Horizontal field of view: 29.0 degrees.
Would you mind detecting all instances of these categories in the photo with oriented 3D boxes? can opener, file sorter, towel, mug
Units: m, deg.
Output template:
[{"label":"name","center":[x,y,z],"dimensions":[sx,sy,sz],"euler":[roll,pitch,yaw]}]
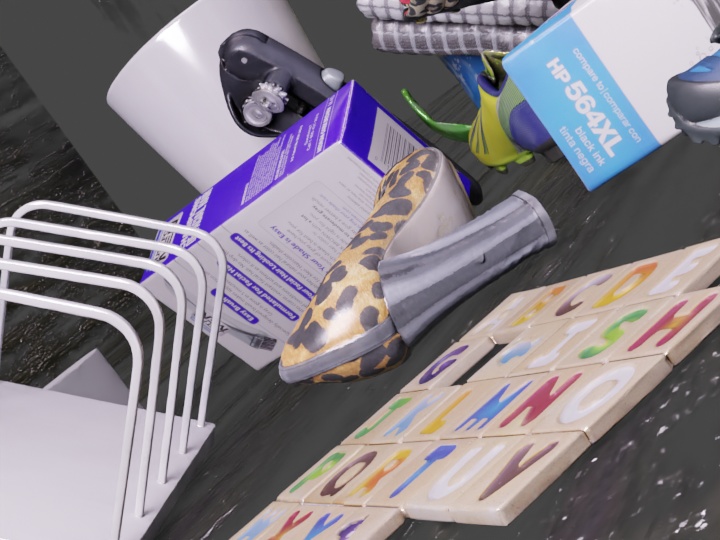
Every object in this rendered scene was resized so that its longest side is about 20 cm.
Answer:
[{"label":"can opener","center":[-0.006,-0.094,0.901],"dimensions":[0.063,0.199,0.079],"euler":[-52,10,46]},{"label":"file sorter","center":[-0.152,0.048,0.691],"dimensions":[0.200,0.137,0.126],"euler":[-64,-17,-77]},{"label":"towel","center":[0.104,-0.245,1.016],"dimensions":[0.164,0.086,0.201],"euler":[6,60,28]},{"label":"mug","center":[-0.065,-0.118,1.008],"dimensions":[0.186,0.154,0.149],"euler":[-38,-1,-32]}]

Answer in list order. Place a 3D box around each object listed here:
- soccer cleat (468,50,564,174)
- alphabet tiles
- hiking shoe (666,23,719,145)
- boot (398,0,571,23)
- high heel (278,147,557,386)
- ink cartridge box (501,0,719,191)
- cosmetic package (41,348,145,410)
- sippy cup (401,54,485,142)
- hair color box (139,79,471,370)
[{"label":"soccer cleat","center":[0.107,-0.115,0.950],"dimensions":[0.064,0.084,0.200],"euler":[-37,6,-5]},{"label":"alphabet tiles","center":[0.038,0.047,0.462],"dimensions":[0.167,0.008,0.200],"euler":[-39,6,-21]},{"label":"hiking shoe","center":[0.192,-0.126,0.520],"dimensions":[0.199,0.087,0.074],"euler":[-34,6,22]},{"label":"boot","center":[0.093,-0.179,0.825],"dimensions":[0.152,0.074,0.204],"euler":[-14,-16,-3]},{"label":"high heel","center":[0.000,0.000,0.711],"dimensions":[0.142,0.072,0.200],"euler":[-31,14,-12]},{"label":"ink cartridge box","center":[0.186,-0.142,0.690],"dimensions":[0.199,0.085,0.146],"euler":[-33,5,31]},{"label":"cosmetic package","center":[-0.208,0.132,0.872],"dimensions":[0.112,0.081,0.200],"euler":[-37,7,9]},{"label":"sippy cup","center":[0.111,-0.198,1.106],"dimensions":[0.177,0.130,0.140],"euler":[-32,-29,-30]},{"label":"hair color box","center":[-0.037,-0.023,0.894],"dimensions":[0.199,0.109,0.065],"euler":[-33,32,35]}]
